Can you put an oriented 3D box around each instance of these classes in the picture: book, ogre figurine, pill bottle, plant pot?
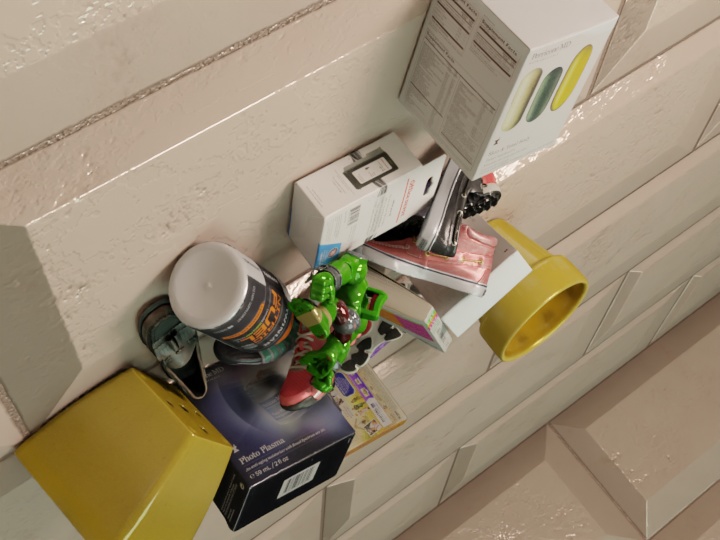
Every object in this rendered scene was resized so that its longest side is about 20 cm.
[{"bbox_3d":[0.060,0.061,1.493,0.049,0.132,0.200,-59,161,-8],"label":"book"},{"bbox_3d":[-0.028,0.057,1.311,0.120,0.097,0.202,-49,132,-39],"label":"ogre figurine"},{"bbox_3d":[-0.149,0.040,1.256,0.106,0.107,0.200,-42,158,4],"label":"pill bottle"},{"bbox_3d":[0.261,0.021,1.756,0.199,0.190,0.202,-33,157,-16],"label":"plant pot"},{"bbox_3d":[-0.286,0.247,1.319,0.177,0.199,0.200,-48,157,-3],"label":"plant pot"}]

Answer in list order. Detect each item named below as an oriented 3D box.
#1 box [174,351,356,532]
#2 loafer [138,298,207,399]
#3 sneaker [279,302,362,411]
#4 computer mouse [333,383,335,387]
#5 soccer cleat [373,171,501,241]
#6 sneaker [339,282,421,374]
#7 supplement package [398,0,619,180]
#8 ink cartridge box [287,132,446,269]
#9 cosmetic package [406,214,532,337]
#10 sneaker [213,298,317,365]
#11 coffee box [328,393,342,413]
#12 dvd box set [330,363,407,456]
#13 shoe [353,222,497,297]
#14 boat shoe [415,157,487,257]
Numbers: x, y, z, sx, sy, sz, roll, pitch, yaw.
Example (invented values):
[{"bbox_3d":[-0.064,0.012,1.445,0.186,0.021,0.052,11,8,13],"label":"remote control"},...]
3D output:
[{"bbox_3d":[-0.150,0.232,1.476,0.198,0.199,0.124,-22,148,-38],"label":"box"},{"bbox_3d":[-0.229,0.103,1.297,0.071,0.063,0.201,-34,156,-14],"label":"loafer"},{"bbox_3d":[-0.068,0.104,1.411,0.087,0.073,0.201,55,49,-29],"label":"sneaker"},{"bbox_3d":[-0.068,0.144,1.629,0.033,0.060,0.201,-9,150,3],"label":"computer mouse"},{"bbox_3d":[0.102,-0.099,1.463,0.197,0.074,0.068,-22,157,4],"label":"soccer cleat"},{"bbox_3d":[0.033,0.091,1.702,0.199,0.081,0.083,-38,174,11],"label":"sneaker"},{"bbox_3d":[0.166,-0.245,1.179,0.150,0.151,0.201,-25,152,-31],"label":"supplement package"},{"bbox_3d":[0.008,-0.097,1.302,0.198,0.068,0.117,-29,156,-26],"label":"ink cartridge box"},{"bbox_3d":[0.156,-0.004,1.553,0.151,0.200,0.052,-43,119,5],"label":"cosmetic package"},{"bbox_3d":[-0.136,0.109,1.445,0.198,0.075,0.088,-17,153,-45],"label":"sneaker"},{"bbox_3d":[-0.140,0.238,1.603,0.198,0.124,0.044,-30,157,-20],"label":"coffee box"},{"bbox_3d":[-0.034,0.244,1.748,0.198,0.147,0.030,-24,155,-36],"label":"dvd box set"},{"bbox_3d":[0.094,-0.033,1.427,0.071,0.197,0.093,-149,-104,-86],"label":"shoe"},{"bbox_3d":[0.139,-0.108,1.384,0.070,0.065,0.202,117,-4,-65],"label":"boat shoe"}]
